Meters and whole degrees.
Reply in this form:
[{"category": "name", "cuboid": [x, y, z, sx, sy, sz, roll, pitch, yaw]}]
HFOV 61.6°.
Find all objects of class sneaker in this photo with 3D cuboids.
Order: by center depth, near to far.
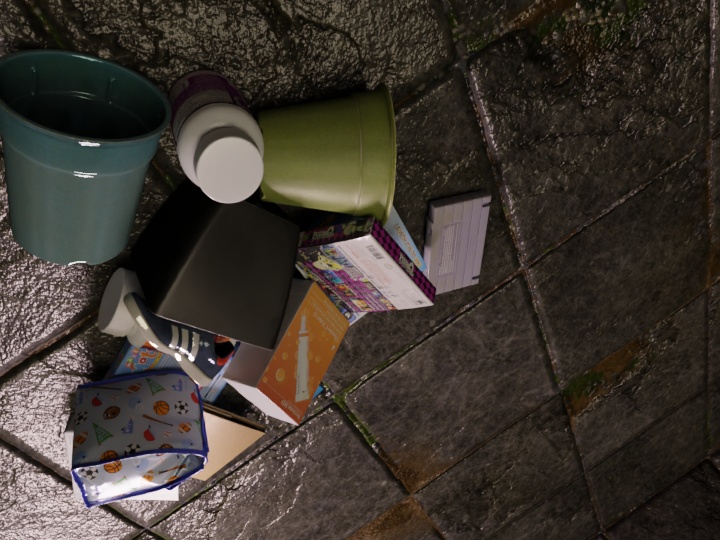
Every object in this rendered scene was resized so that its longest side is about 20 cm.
[{"category": "sneaker", "cuboid": [-0.254, 0.081, 0.870, 0.084, 0.075, 0.202, -40, 136, -7]}]

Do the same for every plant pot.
[{"category": "plant pot", "cuboid": [-0.349, -0.129, 0.745, 0.194, 0.203, 0.200, 5, 129, -29]}, {"category": "plant pot", "cuboid": [-0.058, -0.167, 0.877, 0.183, 0.203, 0.206, -1, 125, -10]}, {"category": "plant pot", "cuboid": [-0.201, -0.032, 0.889, 0.196, 0.199, 0.181, 22, 101, -36]}]

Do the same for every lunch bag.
[{"category": "lunch bag", "cuboid": [-0.350, 0.263, 0.977, 0.193, 0.172, 0.127, -11, 133, -16]}]

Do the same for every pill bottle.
[{"category": "pill bottle", "cuboid": [-0.185, -0.172, 0.779, 0.109, 0.202, 0.115, -13, 129, -17]}, {"category": "pill bottle", "cuboid": [-0.299, 0.073, 0.953, 0.196, 0.115, 0.116, 22, 112, -37]}]

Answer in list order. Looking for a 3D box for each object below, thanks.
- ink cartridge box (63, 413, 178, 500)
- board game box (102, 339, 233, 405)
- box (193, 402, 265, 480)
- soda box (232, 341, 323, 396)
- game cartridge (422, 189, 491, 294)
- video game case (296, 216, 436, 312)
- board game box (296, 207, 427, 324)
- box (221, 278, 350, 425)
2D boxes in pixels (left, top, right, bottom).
[{"category": "ink cartridge box", "cuboid": [-0.423, 0.343, 1.098, 0.192, 0.044, 0.178, 5, 123, -10]}, {"category": "board game box", "cuboid": [-0.330, 0.178, 1.063, 0.197, 0.037, 0.153, 25, 111, -38]}, {"category": "box", "cuboid": [-0.306, 0.337, 1.170, 0.199, 0.022, 0.162, -40, 132, 21]}, {"category": "soda box", "cuboid": [-0.155, 0.177, 1.130, 0.064, 0.068, 0.200, -40, 131, 6]}, {"category": "game cartridge", "cuboid": [0.180, -0.050, 1.163, 0.125, 0.039, 0.205, -10, 127, -15]}, {"category": "video game case", "cuboid": [0.000, 0.000, 0.959, 0.177, 0.037, 0.200, -8, 143, 37]}, {"category": "board game box", "cuboid": [-0.003, -0.025, 1.072, 0.193, 0.056, 0.202, -35, 131, 0]}, {"category": "box", "cuboid": [-0.122, 0.133, 1.027, 0.125, 0.095, 0.204, 49, 58, -38]}]
